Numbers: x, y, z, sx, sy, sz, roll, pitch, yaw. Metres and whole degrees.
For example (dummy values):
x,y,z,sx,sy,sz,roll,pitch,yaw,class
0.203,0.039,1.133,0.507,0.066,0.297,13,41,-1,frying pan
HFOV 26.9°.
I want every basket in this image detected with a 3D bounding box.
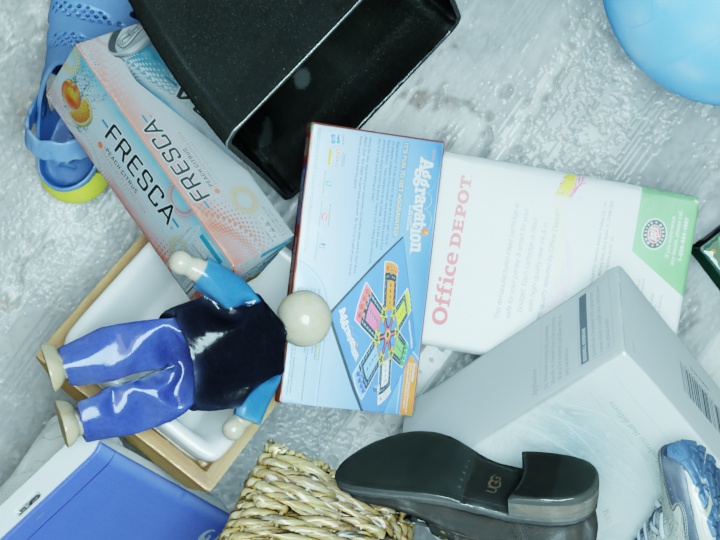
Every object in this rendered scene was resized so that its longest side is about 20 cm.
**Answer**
x,y,z,sx,sy,sz,roll,pitch,yaw,class
-0.051,0.246,1.081,0.142,0.200,0.150,26,54,-1,basket

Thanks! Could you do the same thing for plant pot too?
x,y,z,sx,sy,sz,roll,pitch,yaw,class
-0.064,-0.201,1.109,0.200,0.200,0.177,-45,77,1,plant pot

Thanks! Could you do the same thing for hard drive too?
x,y,z,sx,sy,sz,roll,pitch,yaw,class
-0.191,0.196,1.111,0.132,0.200,0.025,-43,57,1,hard drive

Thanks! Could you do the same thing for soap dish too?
x,y,z,sx,sy,sz,roll,pitch,yaw,class
-0.124,0.051,1.121,0.157,0.081,0.200,37,54,0,soap dish

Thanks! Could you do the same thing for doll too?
x,y,z,sx,sy,sz,roll,pitch,yaw,class
-0.113,0.053,1.023,0.198,0.048,0.138,-15,102,-16,doll

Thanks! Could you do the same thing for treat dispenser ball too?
x,y,z,sx,sy,sz,roll,pitch,yaw,class
0.273,-0.220,1.087,0.199,0.201,0.203,0,90,2,treat dispenser ball

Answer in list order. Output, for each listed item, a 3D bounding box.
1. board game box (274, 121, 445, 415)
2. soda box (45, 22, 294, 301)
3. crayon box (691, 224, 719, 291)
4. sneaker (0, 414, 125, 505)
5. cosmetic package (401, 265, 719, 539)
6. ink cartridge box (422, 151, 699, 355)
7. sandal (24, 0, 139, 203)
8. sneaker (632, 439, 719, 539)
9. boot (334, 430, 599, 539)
x,y,z,sx,sy,sz,roll,pitch,yaw,class
0.000,0.000,1.089,0.102,0.019,0.202,7,90,-14,board game box
-0.138,-0.077,1.087,0.201,0.068,0.064,54,135,7,soda box
0.366,0.024,1.160,0.127,0.051,0.200,-38,90,1,crayon box
-0.244,0.184,1.118,0.078,0.099,0.200,40,123,-2,sneaker
0.163,0.145,1.077,0.199,0.123,0.200,-35,109,23,cosmetic package
0.142,-0.001,1.149,0.198,0.088,0.147,10,90,0,ink cartridge box
-0.214,-0.154,1.160,0.079,0.087,0.202,6,89,6,sandal
0.203,0.202,0.992,0.084,0.077,0.202,-5,117,15,sneaker
0.082,0.203,0.998,0.198,0.069,0.175,6,120,26,boot
